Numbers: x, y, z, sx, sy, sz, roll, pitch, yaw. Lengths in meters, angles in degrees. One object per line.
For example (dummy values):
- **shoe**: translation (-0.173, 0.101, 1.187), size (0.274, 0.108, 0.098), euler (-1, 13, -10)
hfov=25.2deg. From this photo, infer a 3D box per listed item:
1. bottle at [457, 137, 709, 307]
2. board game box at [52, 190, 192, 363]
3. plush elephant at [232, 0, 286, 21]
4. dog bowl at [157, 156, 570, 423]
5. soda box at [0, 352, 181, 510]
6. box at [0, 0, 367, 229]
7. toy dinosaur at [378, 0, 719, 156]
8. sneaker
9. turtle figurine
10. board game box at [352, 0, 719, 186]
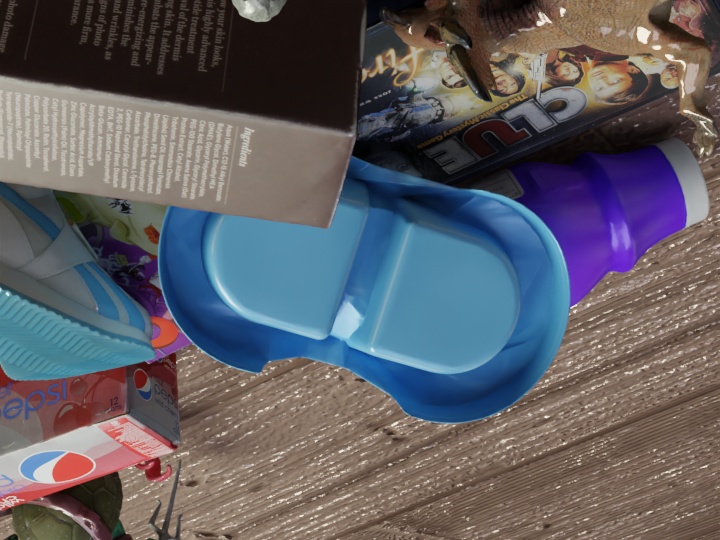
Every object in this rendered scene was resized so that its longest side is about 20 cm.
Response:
- **bottle**: translation (0.083, -0.013, 0.841), size (0.198, 0.065, 0.084), euler (-22, 135, -6)
- **board game box**: translation (-0.122, -0.033, 0.793), size (0.119, 0.033, 0.200), euler (-22, 136, 28)
- **plush elephant**: translation (-0.002, -0.154, 0.532), size (0.199, 0.156, 0.164), euler (-28, 144, 30)
- **dog bowl**: translation (0.000, 0.000, 0.760), size (0.198, 0.050, 0.112), euler (16, 98, -15)
- **soda box**: translation (-0.207, 0.096, 0.969), size (0.198, 0.071, 0.063), euler (-19, 147, 18)
- **box**: translation (-0.100, -0.089, 0.642), size (0.198, 0.101, 0.075), euler (8, 147, -5)
- **toy dinosaur**: translation (0.092, -0.125, 0.613), size (0.134, 0.086, 0.201), euler (9, 140, -15)
- **sneaker**: translation (-0.153, 0.000, 0.756), size (0.076, 0.082, 0.200), euler (-13, 158, 12)
- **turtle figurine**: translation (-0.195, 0.168, 1.025), size (0.148, 0.201, 0.101), euler (20, 141, 8)
- **board game box**: translation (0.063, -0.104, 0.747), size (0.199, 0.035, 0.135), euler (-23, 146, 22)
